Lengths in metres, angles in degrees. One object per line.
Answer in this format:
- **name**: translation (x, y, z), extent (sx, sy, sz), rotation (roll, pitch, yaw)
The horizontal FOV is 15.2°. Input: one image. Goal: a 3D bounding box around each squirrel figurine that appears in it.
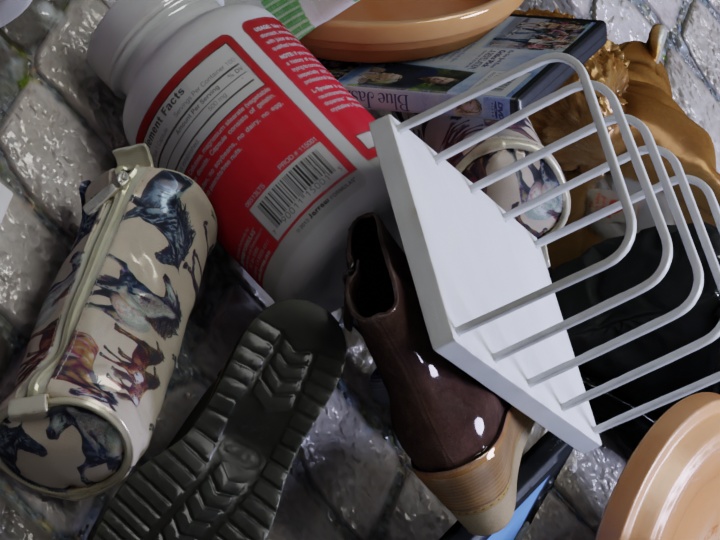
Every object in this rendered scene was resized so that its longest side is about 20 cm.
- **squirrel figurine**: translation (0.168, -0.112, 1.849), extent (0.200, 0.141, 0.187), rotation (48, 29, -27)

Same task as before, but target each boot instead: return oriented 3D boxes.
- **boot**: translation (0.041, 0.031, 1.485), extent (0.200, 0.072, 0.166), rotation (-92, 159, -59)
- **boot**: translation (-0.079, 0.116, 1.446), extent (0.077, 0.138, 0.200), rotation (39, 76, 0)

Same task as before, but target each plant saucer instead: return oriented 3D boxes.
- **plant saucer**: translation (0.201, 0.175, 1.667), extent (0.200, 0.032, 0.201), rotation (-30, 128, -47)
- **plant saucer**: translation (0.007, -0.176, 1.682), extent (0.200, 0.200, 0.037), rotation (-46, 143, -54)

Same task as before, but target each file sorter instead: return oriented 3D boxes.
- **file sorter**: translation (0.116, -0.012, 1.461), extent (0.200, 0.124, 0.139), rotation (35, 34, -56)

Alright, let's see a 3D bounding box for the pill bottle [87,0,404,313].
- **pill bottle**: translation (-0.061, -0.077, 1.531), extent (0.200, 0.112, 0.112), rotation (47, 32, 17)

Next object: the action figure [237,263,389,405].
- **action figure**: translation (0.000, 0.000, 1.624), extent (0.200, 0.069, 0.130), rotation (47, 46, -11)

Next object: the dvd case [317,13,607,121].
- **dvd case**: translation (0.035, -0.130, 1.661), extent (0.143, 0.200, 0.018), rotation (-42, 132, -54)

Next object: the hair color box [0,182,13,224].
- **hair color box**: translation (-0.273, -0.055, 1.330), extent (0.200, 0.061, 0.102), rotation (42, 38, -25)

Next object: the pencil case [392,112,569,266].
- **pencil case**: translation (0.072, -0.075, 1.680), extent (0.200, 0.078, 0.090), rotation (-111, -167, -64)

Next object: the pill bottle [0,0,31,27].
- **pill bottle**: translation (-0.246, -0.226, 1.440), extent (0.110, 0.110, 0.200), rotation (3, 64, -50)

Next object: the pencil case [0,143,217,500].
- **pencil case**: translation (-0.135, 0.029, 1.425), extent (0.089, 0.078, 0.200), rotation (58, 32, -33)

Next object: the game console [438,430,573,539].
- **game console**: translation (0.088, 0.213, 1.547), extent (0.116, 0.176, 0.200), rotation (34, 33, 12)

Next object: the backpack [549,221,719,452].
- **backpack**: translation (0.224, 0.059, 1.784), extent (0.200, 0.167, 0.127), rotation (47, 45, -38)

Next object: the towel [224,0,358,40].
- **towel**: translation (-0.059, -0.210, 1.584), extent (0.153, 0.200, 0.023), rotation (61, 20, 3)
